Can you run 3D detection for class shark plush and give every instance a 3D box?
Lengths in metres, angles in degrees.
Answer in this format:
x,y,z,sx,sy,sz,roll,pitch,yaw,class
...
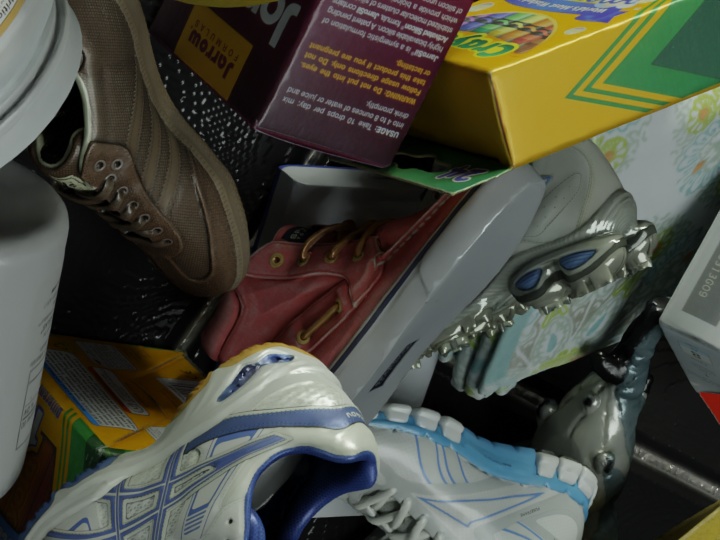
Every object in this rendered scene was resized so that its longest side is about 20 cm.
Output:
x,y,z,sx,sy,sz,roll,pitch,yaw,class
0.133,0.079,1.481,0.083,0.091,0.200,-34,143,-37,shark plush

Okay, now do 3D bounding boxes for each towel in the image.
x,y,z,sx,sy,sz,roll,pitch,yaw,class
0.132,-0.030,1.397,0.171,0.048,0.200,-20,143,-40,towel

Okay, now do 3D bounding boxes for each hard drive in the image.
x,y,z,sx,sy,sz,roll,pitch,yaw,class
-0.014,0.041,1.385,0.132,0.025,0.200,1,117,-37,hard drive

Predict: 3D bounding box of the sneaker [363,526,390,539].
x,y,z,sx,sy,sz,roll,pitch,yaw,class
0.003,0.187,1.467,0.087,0.075,0.200,23,103,-38,sneaker

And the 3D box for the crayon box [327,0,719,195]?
x,y,z,sx,sy,sz,roll,pitch,yaw,class
0.091,-0.101,1.249,0.200,0.126,0.052,-23,110,-23,crayon box

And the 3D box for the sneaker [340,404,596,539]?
x,y,z,sx,sy,sz,roll,pitch,yaw,class
0.042,0.128,1.371,0.200,0.075,0.087,18,64,-29,sneaker

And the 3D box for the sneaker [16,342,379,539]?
x,y,z,sx,sy,sz,roll,pitch,yaw,class
-0.080,0.120,1.172,0.200,0.088,0.075,-44,137,-2,sneaker

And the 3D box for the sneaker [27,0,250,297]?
x,y,z,sx,sy,sz,roll,pitch,yaw,class
-0.119,-0.054,1.202,0.076,0.070,0.200,-48,129,-32,sneaker

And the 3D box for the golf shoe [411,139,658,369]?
x,y,z,sx,sy,sz,roll,pitch,yaw,class
0.051,-0.011,1.310,0.200,0.097,0.078,-26,178,31,golf shoe

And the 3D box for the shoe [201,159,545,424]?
x,y,z,sx,sy,sz,roll,pitch,yaw,class
0.000,0.000,1.260,0.200,0.091,0.071,-52,162,29,shoe

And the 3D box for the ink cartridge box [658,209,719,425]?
x,y,z,sx,sy,sz,roll,pitch,yaw,class
0.238,0.000,1.464,0.160,0.047,0.200,-61,155,-9,ink cartridge box

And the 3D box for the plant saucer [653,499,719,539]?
x,y,z,sx,sy,sz,roll,pitch,yaw,class
0.120,0.216,1.464,0.200,0.048,0.200,-33,175,-37,plant saucer

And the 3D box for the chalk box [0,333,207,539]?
x,y,z,sx,sy,sz,roll,pitch,yaw,class
-0.142,0.147,1.291,0.124,0.125,0.200,10,110,-40,chalk box

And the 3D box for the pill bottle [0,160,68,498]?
x,y,z,sx,sy,sz,roll,pitch,yaw,class
-0.204,0.051,1.187,0.114,0.114,0.200,-5,121,-34,pill bottle

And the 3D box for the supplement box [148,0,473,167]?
x,y,z,sx,sy,sz,roll,pitch,yaw,class
-0.001,-0.164,1.197,0.086,0.110,0.200,14,109,-41,supplement box

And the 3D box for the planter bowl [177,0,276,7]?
x,y,z,sx,sy,sz,roll,pitch,yaw,class
-0.057,-0.169,1.099,0.200,0.200,0.084,-22,140,-24,planter bowl

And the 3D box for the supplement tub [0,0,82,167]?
x,y,z,sx,sy,sz,roll,pitch,yaw,class
-0.210,-0.135,1.036,0.145,0.145,0.200,-40,135,-8,supplement tub

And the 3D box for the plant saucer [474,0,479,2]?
x,y,z,sx,sy,sz,roll,pitch,yaw,class
0.102,-0.139,1.347,0.200,0.032,0.201,-18,128,-26,plant saucer
